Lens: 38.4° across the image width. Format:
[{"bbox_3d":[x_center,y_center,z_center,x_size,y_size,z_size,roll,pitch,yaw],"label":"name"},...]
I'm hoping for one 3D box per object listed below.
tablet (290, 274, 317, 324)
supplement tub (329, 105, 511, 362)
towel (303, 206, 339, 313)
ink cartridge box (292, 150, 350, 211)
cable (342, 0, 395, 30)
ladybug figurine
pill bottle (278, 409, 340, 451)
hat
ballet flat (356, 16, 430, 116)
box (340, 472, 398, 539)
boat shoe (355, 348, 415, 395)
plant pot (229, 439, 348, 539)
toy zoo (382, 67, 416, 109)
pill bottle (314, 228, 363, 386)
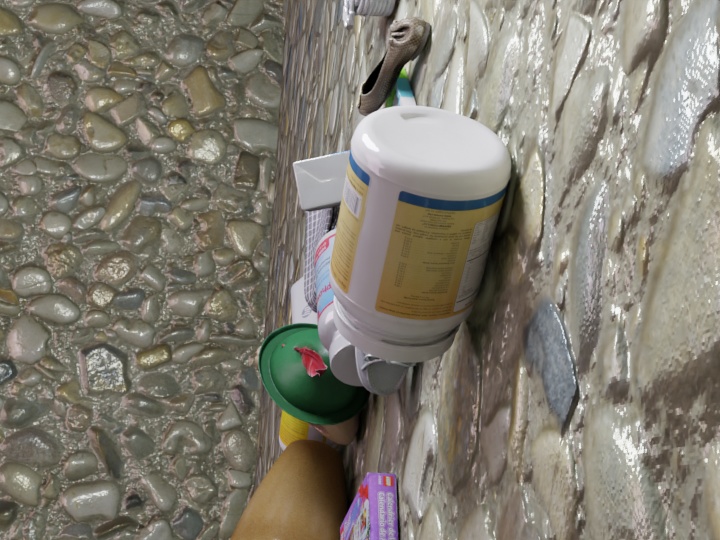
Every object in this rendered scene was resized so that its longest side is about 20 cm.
[{"bbox_3d":[-0.073,0.062,1.796,0.130,0.014,0.201,-36,34,24],"label":"tablet"},{"bbox_3d":[0.049,-0.033,0.946,0.145,0.143,0.202,-99,18,-56],"label":"supplement tub"},{"bbox_3d":[-0.040,-0.044,1.659,0.166,0.085,0.202,122,151,-68],"label":"towel"},{"bbox_3d":[-0.029,-0.128,1.465,0.200,0.115,0.068,-75,-27,-87],"label":"ink cartridge box"},{"bbox_3d":[0.025,-0.483,1.554,0.200,0.068,0.202,119,155,-66],"label":"cable"},{"bbox_3d":[-0.073,0.174,1.526,0.072,0.200,0.135,-50,18,-15],"label":"ladybug figurine"},{"bbox_3d":[-0.077,0.238,1.670,0.104,0.103,0.202,-105,23,-64],"label":"pill bottle"},{"bbox_3d":[-0.038,0.098,1.393,0.201,0.164,0.177,65,148,35],"label":"hat"},{"bbox_3d":[0.032,-0.269,1.359,0.200,0.046,0.068,136,148,-60],"label":"ballet flat"},{"bbox_3d":[0.009,0.356,1.294,0.201,0.039,0.138,109,163,-56],"label":"box"},{"bbox_3d":[0.040,0.056,1.176,0.065,0.074,0.204,-98,22,-69],"label":"boat shoe"},{"bbox_3d":[-0.091,0.363,1.555,0.187,0.184,0.201,107,178,-51],"label":"plant pot"},{"bbox_3d":[0.050,-0.175,1.381,0.201,0.020,0.132,-98,16,-55],"label":"toy zoo"},{"bbox_3d":[-0.003,0.044,1.317,0.201,0.108,0.109,-95,14,-46],"label":"pill bottle"}]
